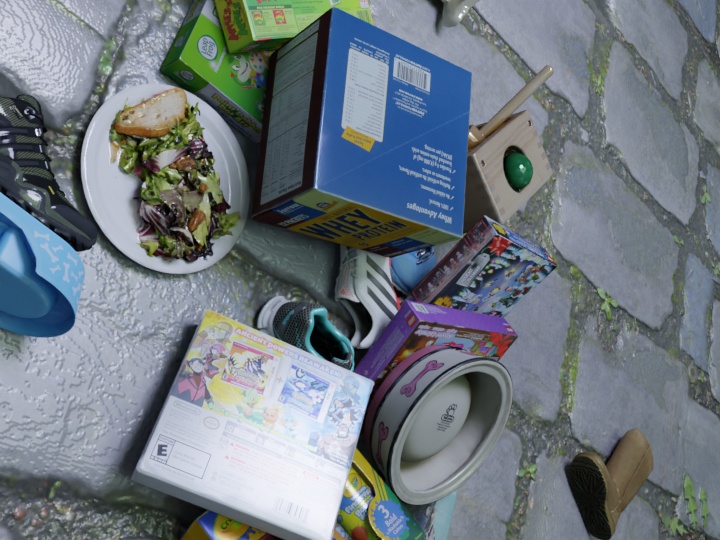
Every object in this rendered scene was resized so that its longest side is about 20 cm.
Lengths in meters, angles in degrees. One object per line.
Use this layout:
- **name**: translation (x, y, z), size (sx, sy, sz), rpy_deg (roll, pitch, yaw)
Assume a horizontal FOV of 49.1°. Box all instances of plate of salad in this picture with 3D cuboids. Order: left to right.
- **plate of salad**: translation (-0.190, -0.097, 0.818), size (0.199, 0.048, 0.201), rpy_deg (10, 76, -44)

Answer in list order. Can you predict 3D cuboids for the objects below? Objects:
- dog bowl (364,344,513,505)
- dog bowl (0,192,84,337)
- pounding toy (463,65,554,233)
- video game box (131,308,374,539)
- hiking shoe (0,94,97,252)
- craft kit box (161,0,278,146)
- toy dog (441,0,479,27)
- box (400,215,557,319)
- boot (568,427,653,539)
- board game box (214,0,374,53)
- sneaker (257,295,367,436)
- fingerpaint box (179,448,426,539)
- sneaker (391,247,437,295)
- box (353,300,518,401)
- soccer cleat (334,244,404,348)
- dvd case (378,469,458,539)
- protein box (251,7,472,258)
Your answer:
- **dog bowl**: translation (0.090, 0.179, 0.954), size (0.199, 0.074, 0.201), rpy_deg (-21, 126, -31)
- **dog bowl**: translation (-0.314, -0.022, 0.645), size (0.200, 0.111, 0.050), rpy_deg (43, 43, -31)
- **pounding toy**: translation (0.164, -0.155, 1.069), size (0.184, 0.199, 0.143), rpy_deg (-41, 111, -41)
- **video game box**: translation (-0.101, 0.158, 0.795), size (0.199, 0.047, 0.183), rpy_deg (25, 57, -10)
- **hiking shoe**: translation (-0.298, -0.103, 0.692), size (0.200, 0.076, 0.101), rpy_deg (47, 57, -28)
- **craft kit box**: translation (-0.111, -0.256, 0.927), size (0.197, 0.048, 0.201), rpy_deg (34, 61, -33)
- **toy dog**: translation (0.123, -0.494, 1.133), size (0.200, 0.139, 0.195), rpy_deg (38, 46, -34)
- **box**: translation (0.144, 0.031, 1.035), size (0.137, 0.200, 0.040), rpy_deg (22, 30, -39)
- **boot**: translation (0.436, 0.336, 1.359), size (0.200, 0.066, 0.176), rpy_deg (-36, 121, -41)
- **board game box**: translation (-0.076, -0.314, 0.908), size (0.200, 0.047, 0.102), rpy_deg (-22, 98, -45)
- **sneaker**: translation (-0.039, 0.117, 0.902), size (0.078, 0.091, 0.200), rpy_deg (-48, 116, -37)
- **fingerpaint box**: translation (-0.056, 0.278, 0.822), size (0.167, 0.073, 0.200), rpy_deg (49, 46, 12)
- **sneaker**: translation (0.065, -0.050, 1.032), size (0.078, 0.090, 0.201), rpy_deg (-42, 115, -40)
- **box**: translation (0.097, 0.112, 1.013), size (0.199, 0.137, 0.039), rpy_deg (11, 33, -43)
- **soccer cleat**: translation (0.000, 0.000, 0.979), size (0.085, 0.068, 0.201), rpy_deg (-18, 96, -36)
- **dvd case**: translation (0.054, 0.351, 1.005), size (0.146, 0.022, 0.201), rpy_deg (39, 59, -34)
- **protein box**: translation (0.005, -0.141, 0.879), size (0.198, 0.135, 0.201), rpy_deg (15, 73, -33)
